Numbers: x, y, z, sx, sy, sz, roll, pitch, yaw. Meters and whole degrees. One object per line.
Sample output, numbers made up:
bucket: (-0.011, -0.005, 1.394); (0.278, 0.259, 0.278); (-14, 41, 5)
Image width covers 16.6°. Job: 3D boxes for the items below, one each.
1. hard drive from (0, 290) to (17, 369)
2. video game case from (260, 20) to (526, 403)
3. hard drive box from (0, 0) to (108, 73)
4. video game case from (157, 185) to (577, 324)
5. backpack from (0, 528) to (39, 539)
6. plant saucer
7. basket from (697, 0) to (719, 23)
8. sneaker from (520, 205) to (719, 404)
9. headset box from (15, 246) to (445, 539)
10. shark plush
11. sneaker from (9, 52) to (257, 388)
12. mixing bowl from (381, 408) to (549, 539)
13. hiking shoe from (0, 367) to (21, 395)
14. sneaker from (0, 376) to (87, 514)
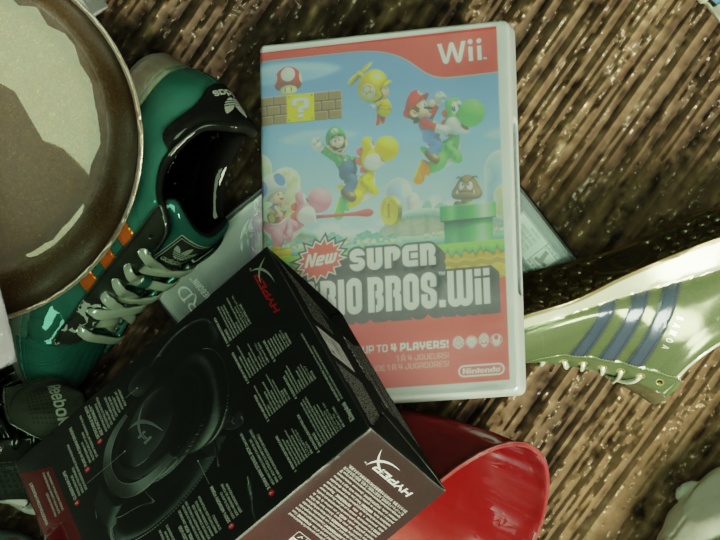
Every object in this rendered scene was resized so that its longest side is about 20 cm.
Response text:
hard drive: (-0.265, -0.022, 1.248); (0.134, 0.042, 0.201); (-24, 110, -18)
video game case: (0.016, -0.029, 1.325); (0.142, 0.017, 0.201); (-4, 78, 17)
hard drive box: (-0.256, -0.184, 1.328); (0.155, 0.077, 0.201); (-32, 97, 6)
video game case: (0.000, 0.000, 1.380); (0.200, 0.019, 0.143); (-38, 97, 8)
backpack: (-0.234, 0.210, 1.368); (0.199, 0.167, 0.127); (-11, 81, 8)
plant saucer: (-0.213, -0.071, 1.294); (0.199, 0.032, 0.201); (0, 106, -1)
basket: (0.248, -0.209, 1.272); (0.200, 0.139, 0.176); (-42, 95, 18)
sneaker: (0.142, 0.037, 1.349); (0.199, 0.067, 0.090); (-19, 108, -3)
headset box: (-0.077, 0.111, 1.251); (0.200, 0.149, 0.077); (-42, 133, 8)
shark plush: (0.217, 0.158, 1.379); (0.200, 0.091, 0.083); (-40, 127, 3)
sneaker: (-0.123, -0.014, 1.342); (0.080, 0.071, 0.201); (31, 101, 32)
mixing bowl: (0.000, 0.149, 1.338); (0.108, 0.200, 0.201); (35, 101, 28)
hiking shoe: (-0.285, 0.033, 1.377); (0.200, 0.076, 0.101); (36, 89, -12)
sneaker: (-0.190, 0.091, 1.326); (0.199, 0.067, 0.091); (14, 131, -42)
